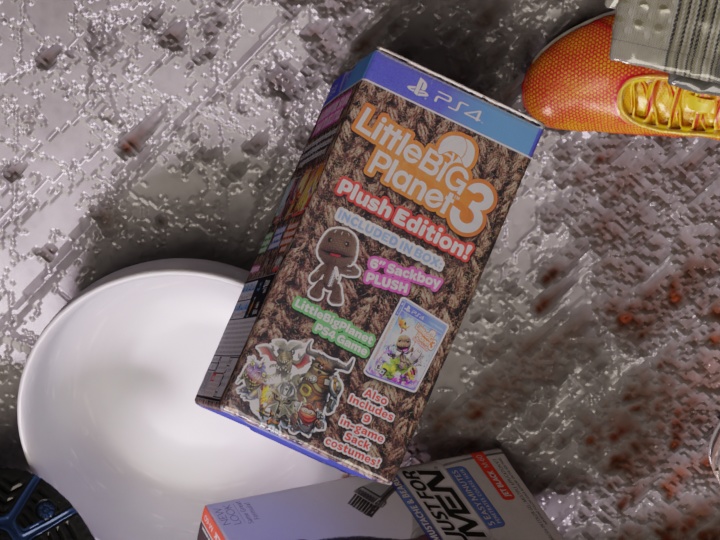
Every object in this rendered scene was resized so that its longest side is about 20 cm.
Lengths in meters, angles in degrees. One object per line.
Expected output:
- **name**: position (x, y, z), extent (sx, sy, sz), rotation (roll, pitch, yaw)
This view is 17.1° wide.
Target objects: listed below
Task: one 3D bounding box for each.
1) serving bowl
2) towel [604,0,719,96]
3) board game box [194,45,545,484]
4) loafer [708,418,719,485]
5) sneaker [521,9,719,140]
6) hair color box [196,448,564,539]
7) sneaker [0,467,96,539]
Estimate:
- **serving bowl**: position (-0.098, 0.077, 1.411), extent (0.198, 0.066, 0.202), rotation (2, 115, 5)
- **towel**: position (0.234, -0.183, 1.242), extent (0.191, 0.035, 0.202), rotation (12, 93, 0)
- **board game box**: position (0.000, 0.000, 1.269), extent (0.096, 0.159, 0.201), rotation (24, 85, -7)
- **loafer**: position (0.282, 0.072, 1.371), extent (0.200, 0.063, 0.072), rotation (-37, 106, 20)
- **sneaker**: position (0.185, -0.103, 1.291), extent (0.198, 0.077, 0.073), rotation (-3, 117, 9)
- **hair color box**: position (0.016, 0.173, 1.366), extent (0.199, 0.111, 0.064), rotation (-10, 133, -28)
- **sneaker**: position (-0.217, 0.156, 1.422), extent (0.199, 0.076, 0.077), rotation (28, 163, 32)
